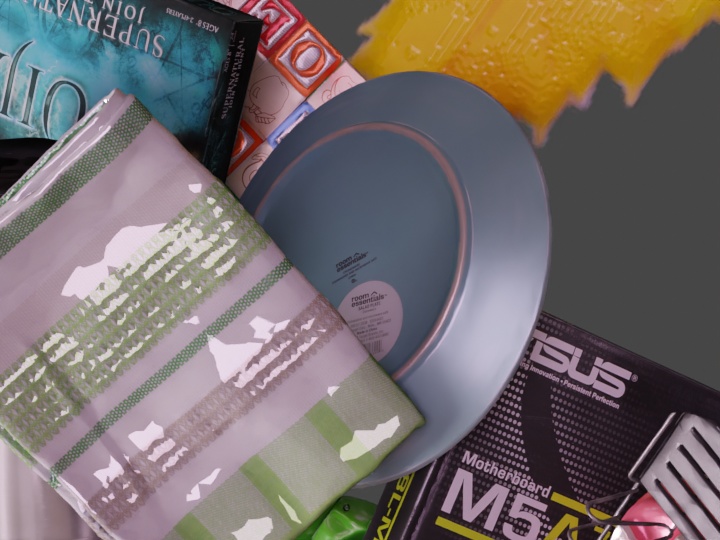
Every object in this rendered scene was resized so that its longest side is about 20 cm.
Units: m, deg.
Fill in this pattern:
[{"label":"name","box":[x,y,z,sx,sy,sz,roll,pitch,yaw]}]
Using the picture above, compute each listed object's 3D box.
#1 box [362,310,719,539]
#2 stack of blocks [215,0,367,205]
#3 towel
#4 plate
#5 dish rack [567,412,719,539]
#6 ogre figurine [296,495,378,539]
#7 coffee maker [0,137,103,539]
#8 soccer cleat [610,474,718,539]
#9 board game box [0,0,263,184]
[{"label":"box","box":[0.102,0.132,1.223,0.199,0.047,0.194,25,90,-23]},{"label":"stack of blocks","box":[-0.052,-0.070,1.317,0.115,0.059,0.200,-44,78,3]},{"label":"towel","box":[-0.088,0.041,1.141,0.149,0.031,0.200,-42,99,7]},{"label":"plate","box":[0.000,0.000,1.209,0.199,0.026,0.202,-15,64,34]},{"label":"dish rack","box":[0.122,0.167,1.101,0.154,0.054,0.201,52,127,32]},{"label":"ogre figurine","box":[-0.008,0.169,1.264,0.200,0.098,0.120,38,103,23]},{"label":"coffee maker","box":[-0.179,0.042,1.243,0.191,0.134,0.202,6,103,30]},{"label":"soccer cleat","box":[0.145,0.190,1.193,0.066,0.076,0.202,12,110,35]},{"label":"board game box","box":[-0.144,-0.089,1.299,0.199,0.028,0.136,24,109,31]}]
